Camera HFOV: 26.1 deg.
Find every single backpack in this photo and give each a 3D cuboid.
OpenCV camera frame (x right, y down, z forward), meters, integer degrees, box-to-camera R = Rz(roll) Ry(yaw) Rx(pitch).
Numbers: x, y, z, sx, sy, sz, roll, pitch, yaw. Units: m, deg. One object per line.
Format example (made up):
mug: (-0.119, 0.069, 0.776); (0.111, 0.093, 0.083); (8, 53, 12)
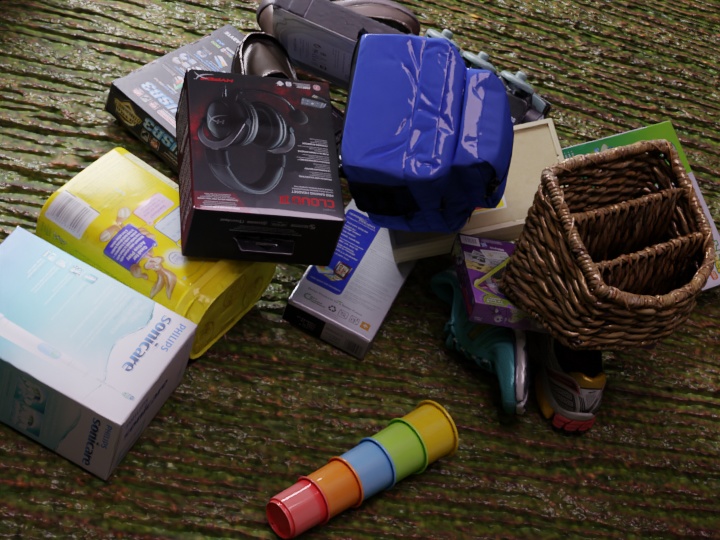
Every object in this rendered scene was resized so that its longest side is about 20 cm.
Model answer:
backpack: (0.067, -0.117, 1.537); (0.167, 0.200, 0.164); (12, 74, 11)

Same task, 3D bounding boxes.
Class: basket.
basket: (0.260, -0.022, 1.510); (0.199, 0.150, 0.143); (-13, 44, -40)

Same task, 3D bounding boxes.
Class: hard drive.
hard drive: (-0.003, -0.239, 1.733); (0.199, 0.140, 0.038); (24, 75, 4)

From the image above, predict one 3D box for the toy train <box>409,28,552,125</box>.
toy train: (0.136, -0.216, 1.843); (0.199, 0.086, 0.114); (33, 9, 18)

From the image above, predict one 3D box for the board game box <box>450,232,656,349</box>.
board game box: (0.196, 0.021, 1.575); (0.199, 0.032, 0.120); (10, 30, -14)

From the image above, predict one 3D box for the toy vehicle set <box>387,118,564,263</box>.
toy vehicle set: (0.120, -0.085, 1.641); (0.198, 0.027, 0.125); (-11, 58, 2)

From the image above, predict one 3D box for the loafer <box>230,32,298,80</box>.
loafer: (-0.091, -0.193, 1.681); (0.072, 0.072, 0.201); (2, 49, -21)

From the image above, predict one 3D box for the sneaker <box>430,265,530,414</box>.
sneaker: (0.126, 0.071, 1.595); (0.079, 0.078, 0.201); (-13, 46, -7)

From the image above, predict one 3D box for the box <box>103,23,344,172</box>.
box: (-0.144, -0.171, 1.721); (0.200, 0.050, 0.198); (39, 47, 16)

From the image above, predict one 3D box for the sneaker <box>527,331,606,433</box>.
sneaker: (0.212, 0.066, 1.609); (0.077, 0.082, 0.201); (0, 47, -21)

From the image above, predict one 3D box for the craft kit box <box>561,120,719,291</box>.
craft kit box: (0.306, -0.053, 1.728); (0.197, 0.048, 0.201); (-16, 81, -39)

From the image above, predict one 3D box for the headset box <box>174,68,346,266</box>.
headset box: (-0.099, -0.092, 1.508); (0.148, 0.077, 0.201); (5, 51, -15)

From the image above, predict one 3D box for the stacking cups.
stacking cups: (-0.001, 0.181, 1.431); (0.199, 0.061, 0.061); (-22, 59, -35)

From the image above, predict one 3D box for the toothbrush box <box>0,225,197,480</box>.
toothbrush box: (-0.271, 0.072, 1.411); (0.199, 0.086, 0.147); (27, 43, 6)

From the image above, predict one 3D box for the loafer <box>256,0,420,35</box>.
loafer: (-0.026, -0.280, 1.865); (0.198, 0.073, 0.071); (1, 51, -7)

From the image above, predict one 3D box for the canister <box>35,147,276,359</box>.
canister: (-0.201, -0.022, 1.531); (0.199, 0.087, 0.149); (33, 46, 13)

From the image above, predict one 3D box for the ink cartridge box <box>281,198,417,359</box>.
ink cartridge box: (0.000, 0.000, 1.624); (0.094, 0.037, 0.200); (27, 46, 4)
